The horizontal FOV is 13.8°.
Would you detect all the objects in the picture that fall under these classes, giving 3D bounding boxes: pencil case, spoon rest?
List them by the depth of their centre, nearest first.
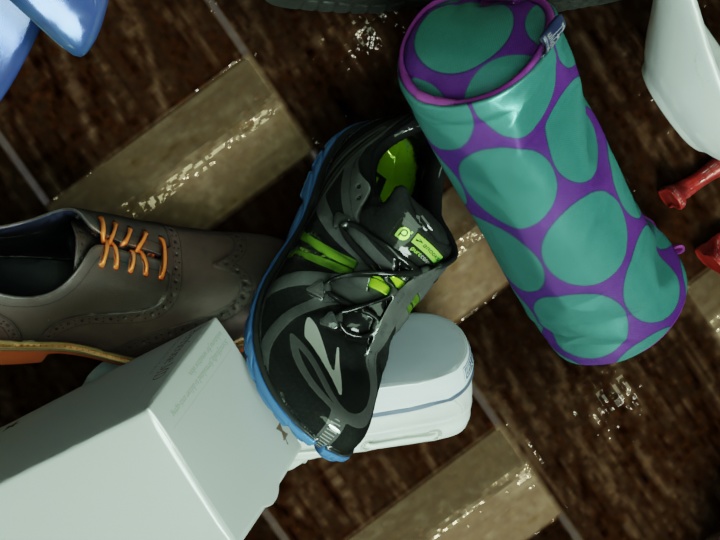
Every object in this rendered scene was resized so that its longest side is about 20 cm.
[{"bbox_3d":[0.150,-0.121,1.449,0.060,0.100,0.200,-37,129,18],"label":"spoon rest"},{"bbox_3d":[0.094,-0.047,1.470,0.093,0.085,0.200,-52,133,-26],"label":"pencil case"}]

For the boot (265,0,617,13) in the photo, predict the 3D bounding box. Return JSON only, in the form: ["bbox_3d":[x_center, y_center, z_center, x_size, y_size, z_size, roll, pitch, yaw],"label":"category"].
[{"bbox_3d":[0.050,-0.201,1.488,0.199,0.077,0.139,1,84,-20],"label":"boot"}]

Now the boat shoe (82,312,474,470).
[{"bbox_3d":[-0.040,0.072,1.506,0.198,0.074,0.066,-4,132,4],"label":"boat shoe"}]

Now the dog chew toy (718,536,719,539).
[{"bbox_3d":[0.243,0.153,1.546,0.124,0.125,0.200,40,97,-13],"label":"dog chew toy"}]

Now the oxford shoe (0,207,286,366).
[{"bbox_3d":[-0.117,0.006,1.469,0.199,0.073,0.072,-6,61,-10],"label":"oxford shoe"}]

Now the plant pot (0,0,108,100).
[{"bbox_3d":[-0.213,-0.169,1.330,0.179,0.201,0.200,-31,120,28],"label":"plant pot"}]

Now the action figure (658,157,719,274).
[{"bbox_3d":[0.258,-0.074,1.528,0.200,0.099,0.065,-36,104,-6],"label":"action figure"}]

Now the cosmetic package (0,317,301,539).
[{"bbox_3d":[-0.140,0.115,1.434,0.199,0.108,0.085,-28,103,24],"label":"cosmetic package"}]

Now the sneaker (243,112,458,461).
[{"bbox_3d":[0.000,0.000,1.451,0.071,0.083,0.201,35,52,-26],"label":"sneaker"}]
